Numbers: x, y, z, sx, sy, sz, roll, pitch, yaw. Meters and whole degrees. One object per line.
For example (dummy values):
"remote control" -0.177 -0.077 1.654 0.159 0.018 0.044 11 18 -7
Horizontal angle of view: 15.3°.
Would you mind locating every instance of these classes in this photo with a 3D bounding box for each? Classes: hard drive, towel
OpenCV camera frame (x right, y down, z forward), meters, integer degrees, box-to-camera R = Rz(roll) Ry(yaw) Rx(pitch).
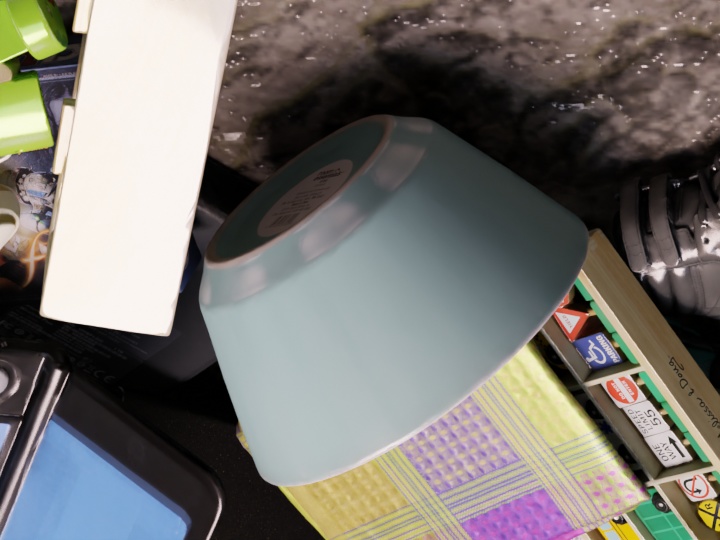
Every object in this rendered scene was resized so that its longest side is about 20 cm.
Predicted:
"hard drive" -0.125 0.006 1.436 0.140 0.033 0.200 31 137 -25
"towel" 0.039 0.098 1.393 0.200 0.023 0.144 -29 105 38

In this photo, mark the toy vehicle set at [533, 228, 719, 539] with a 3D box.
"toy vehicle set" 0.129 0.077 1.363 0.124 0.027 0.200 -22 109 50

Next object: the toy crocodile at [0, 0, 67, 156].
"toy crocodile" -0.185 -0.142 1.195 0.067 0.062 0.200 -24 103 7

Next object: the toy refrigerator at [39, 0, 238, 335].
"toy refrigerator" -0.104 -0.077 1.232 0.070 0.076 0.200 9 120 -8

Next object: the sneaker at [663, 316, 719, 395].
"sneaker" 0.191 0.066 1.384 0.121 0.084 0.200 14 167 -5

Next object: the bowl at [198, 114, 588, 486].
"bowl" 0.000 0.000 1.299 0.201 0.201 0.105 -26 111 36

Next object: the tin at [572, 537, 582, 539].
"tin" 0.123 0.140 1.557 0.200 0.042 0.112 8 138 2

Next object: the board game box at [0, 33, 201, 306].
"board game box" -0.194 -0.045 1.345 0.200 0.035 0.136 -5 122 22

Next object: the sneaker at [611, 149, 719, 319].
"sneaker" 0.173 -0.034 1.294 0.099 0.071 0.200 2 146 1

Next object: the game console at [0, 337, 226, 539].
"game console" -0.190 0.143 1.329 0.176 0.116 0.200 6 123 -31

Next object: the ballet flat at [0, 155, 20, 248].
"ballet flat" -0.198 -0.041 1.288 0.072 0.072 0.200 3 126 7

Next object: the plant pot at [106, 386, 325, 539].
"plant pot" -0.135 0.174 1.502 0.199 0.200 0.177 -16 136 37
